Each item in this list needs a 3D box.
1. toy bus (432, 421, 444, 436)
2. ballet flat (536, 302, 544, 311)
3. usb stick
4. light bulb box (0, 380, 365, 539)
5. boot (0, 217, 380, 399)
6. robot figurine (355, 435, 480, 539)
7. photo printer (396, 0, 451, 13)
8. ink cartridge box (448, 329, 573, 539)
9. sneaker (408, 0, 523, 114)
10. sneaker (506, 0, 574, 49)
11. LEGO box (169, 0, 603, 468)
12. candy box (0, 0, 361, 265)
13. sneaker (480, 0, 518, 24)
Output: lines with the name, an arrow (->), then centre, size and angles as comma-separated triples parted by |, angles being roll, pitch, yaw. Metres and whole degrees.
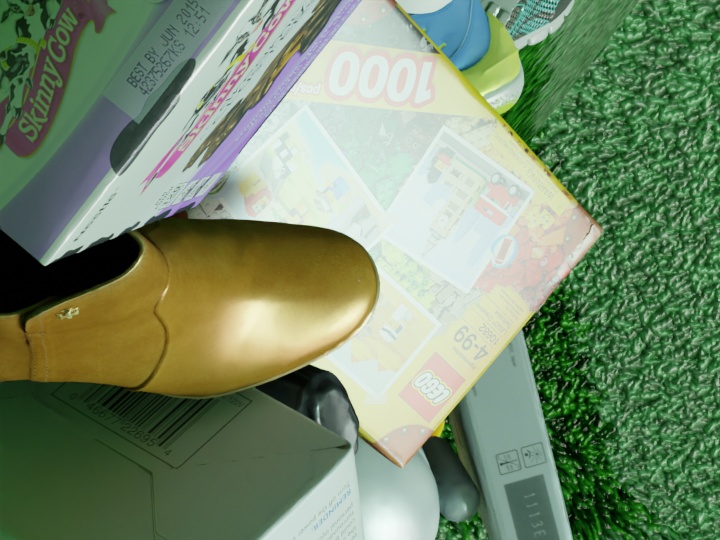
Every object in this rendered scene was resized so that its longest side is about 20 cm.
toy bus -> -0.028, 0.035, 1.560 | 0.136, 0.200, 0.192 | -53, 173, -49
ballet flat -> 0.000, 0.000, 1.306 | 0.071, 0.200, 0.071 | 3, 90, -74
usb stick -> -0.080, 0.042, 1.159 | 0.033, 0.200, 0.055 | -42, 133, -29
light bulb box -> -0.103, 0.139, 1.140 | 0.125, 0.198, 0.200 | -41, 143, -31
boot -> -0.082, 0.007, 1.005 | 0.201, 0.071, 0.144 | -8, 169, -10
robot figurine -> -0.022, 0.110, 1.415 | 0.200, 0.169, 0.113 | -115, -151, -60
photo printer -> 0.075, -0.213, 1.238 | 0.166, 0.069, 0.200 | -53, 175, 39
ink cartridge box -> 0.068, 0.057, 1.457 | 0.044, 0.200, 0.174 | -15, -169, -1
sneaker -> -0.022, -0.104, 1.290 | 0.200, 0.105, 0.076 | -17, 179, -21
sneaker -> 0.093, -0.183, 1.702 | 0.200, 0.078, 0.091 | -49, 172, -31
LEGO box -> -0.008, -0.030, 1.170 | 0.149, 0.200, 0.077 | -50, -141, -4
candy box -> -0.057, -0.095, 0.897 | 0.168, 0.072, 0.200 | -50, 176, 12
sneaker -> 0.093, -0.209, 1.572 | 0.200, 0.076, 0.081 | -46, -172, 8
